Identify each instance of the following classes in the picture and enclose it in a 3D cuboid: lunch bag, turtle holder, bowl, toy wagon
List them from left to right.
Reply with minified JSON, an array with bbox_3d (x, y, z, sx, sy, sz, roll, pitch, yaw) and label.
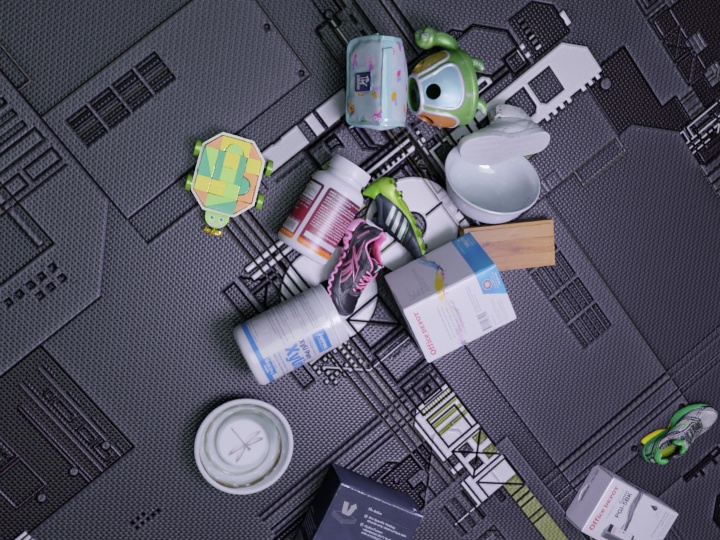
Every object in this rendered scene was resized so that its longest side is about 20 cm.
[{"bbox_3d":[-0.262,-0.163,1.652,0.155,0.040,0.201,14,95,-14],"label":"toy wagon"},{"bbox_3d":[0.032,-0.352,1.603,0.122,0.200,0.171,1,99,-4],"label":"lunch bag"},{"bbox_3d":[0.161,-0.370,1.654,0.131,0.141,0.186,-12,123,-19],"label":"turtle holder"},{"bbox_3d":[0.255,-0.163,1.719,0.200,0.090,0.202,7,52,-9],"label":"bowl"}]

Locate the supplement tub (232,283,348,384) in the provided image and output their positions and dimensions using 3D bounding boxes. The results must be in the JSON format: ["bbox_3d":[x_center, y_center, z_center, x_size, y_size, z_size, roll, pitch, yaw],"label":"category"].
[{"bbox_3d":[-0.138,0.126,1.674,0.200,0.132,0.132,-27,103,-6],"label":"supplement tub"}]

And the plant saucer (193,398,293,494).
[{"bbox_3d":[-0.238,0.352,1.726,0.199,0.050,0.201,-2,98,-13],"label":"plant saucer"}]

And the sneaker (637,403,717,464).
[{"bbox_3d":[0.734,0.379,1.926,0.200,0.085,0.078,-36,104,-6],"label":"sneaker"}]

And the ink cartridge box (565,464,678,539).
[{"bbox_3d":[0.590,0.554,1.919,0.200,0.083,0.147,30,92,-15],"label":"ink cartridge box"}]

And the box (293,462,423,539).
[{"bbox_3d":[-0.009,0.542,1.769,0.196,0.117,0.200,26,93,-14],"label":"box"}]

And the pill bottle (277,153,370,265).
[{"bbox_3d":[-0.067,-0.121,1.663,0.113,0.113,0.200,32,91,-15],"label":"pill bottle"}]

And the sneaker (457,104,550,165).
[{"bbox_3d":[0.268,-0.278,1.717,0.199,0.116,0.074,-10,136,-21],"label":"sneaker"}]

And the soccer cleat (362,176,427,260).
[{"bbox_3d":[0.073,-0.096,1.729,0.081,0.068,0.200,-24,106,14],"label":"soccer cleat"}]

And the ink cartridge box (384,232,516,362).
[{"bbox_3d":[0.177,0.053,1.695,0.200,0.146,0.147,-27,123,0],"label":"ink cartridge box"}]

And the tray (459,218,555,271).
[{"bbox_3d":[0.312,-0.051,1.797,0.199,0.037,0.099,-6,99,-11],"label":"tray"}]

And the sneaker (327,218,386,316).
[{"bbox_3d":[0.000,0.000,1.696,0.079,0.095,0.201,5,100,-53],"label":"sneaker"}]
